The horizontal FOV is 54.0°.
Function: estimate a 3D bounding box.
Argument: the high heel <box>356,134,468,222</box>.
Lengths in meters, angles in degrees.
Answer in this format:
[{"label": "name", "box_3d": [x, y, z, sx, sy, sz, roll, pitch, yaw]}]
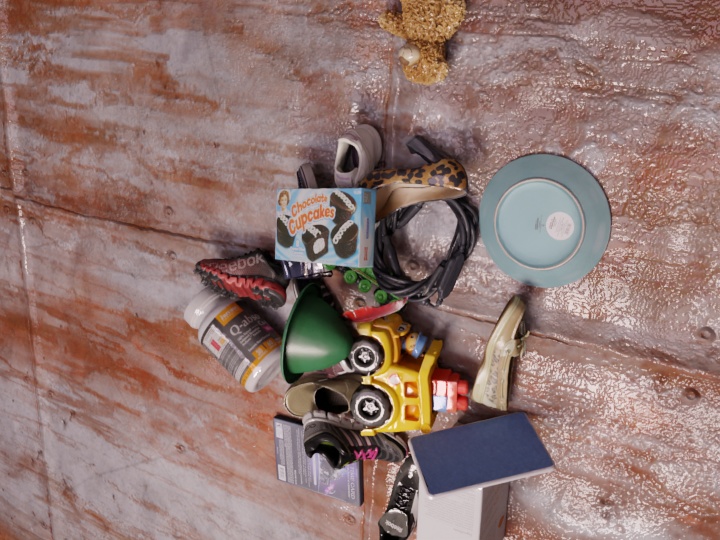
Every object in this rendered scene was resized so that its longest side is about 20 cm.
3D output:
[{"label": "high heel", "box_3d": [0.065, -0.100, 1.064, 0.200, 0.071, 0.143, -48, 50, 6]}]

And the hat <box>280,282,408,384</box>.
[{"label": "hat", "box_3d": [-0.017, 0.116, 1.102, 0.174, 0.200, 0.167, 13, 82, 13]}]

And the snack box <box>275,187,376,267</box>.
[{"label": "snack box", "box_3d": [-0.059, -0.070, 1.104, 0.199, 0.037, 0.117, 5, 95, 45]}]

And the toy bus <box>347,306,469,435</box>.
[{"label": "toy bus", "box_3d": [0.084, 0.167, 1.164, 0.190, 0.136, 0.202, 0, 102, 18]}]

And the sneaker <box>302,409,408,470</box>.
[{"label": "sneaker", "box_3d": [-0.014, 0.317, 1.250, 0.198, 0.088, 0.074, 18, 135, -6]}]

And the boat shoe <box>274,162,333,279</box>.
[{"label": "boat shoe", "box_3d": [-0.107, -0.078, 1.209, 0.092, 0.075, 0.202, -11, 101, -4]}]

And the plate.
[{"label": "plate", "box_3d": [0.263, -0.069, 1.036, 0.199, 0.026, 0.202, 9, 108, 29]}]

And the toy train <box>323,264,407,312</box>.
[{"label": "toy train", "box_3d": [0.000, 0.000, 1.178, 0.199, 0.042, 0.057, 33, 96, -5]}]

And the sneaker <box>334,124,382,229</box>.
[{"label": "sneaker", "box_3d": [-0.014, -0.131, 1.142, 0.074, 0.099, 0.202, 8, 110, 27]}]

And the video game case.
[{"label": "video game case", "box_3d": [-0.084, 0.372, 1.387, 0.198, 0.019, 0.144, 8, 109, 28]}]

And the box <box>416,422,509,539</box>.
[{"label": "box", "box_3d": [0.170, 0.381, 1.154, 0.105, 0.152, 0.202, 11, 110, 27]}]

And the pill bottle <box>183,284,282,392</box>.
[{"label": "pill bottle", "box_3d": [-0.235, 0.125, 1.344, 0.200, 0.116, 0.117, 42, 122, 13]}]

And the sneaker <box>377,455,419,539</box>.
[{"label": "sneaker", "box_3d": [0.075, 0.427, 1.260, 0.066, 0.090, 0.202, 22, 116, 17]}]

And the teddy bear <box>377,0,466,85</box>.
[{"label": "teddy bear", "box_3d": [0.090, -0.374, 1.023, 0.144, 0.067, 0.201, 32, 118, 22]}]

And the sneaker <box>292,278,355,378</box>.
[{"label": "sneaker", "box_3d": [-0.088, 0.110, 1.278, 0.115, 0.075, 0.201, -35, 82, 41]}]

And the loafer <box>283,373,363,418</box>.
[{"label": "loafer", "box_3d": [-0.073, 0.234, 1.307, 0.199, 0.067, 0.077, -19, 94, 34]}]

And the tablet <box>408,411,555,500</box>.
[{"label": "tablet", "box_3d": [0.182, 0.281, 1.080, 0.198, 0.130, 0.014, -11, 121, -6]}]

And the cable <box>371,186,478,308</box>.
[{"label": "cable", "box_3d": [0.098, -0.050, 1.121, 0.162, 0.051, 0.202, 26, 103, 29]}]

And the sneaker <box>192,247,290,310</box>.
[{"label": "sneaker", "box_3d": [-0.213, 0.004, 1.307, 0.199, 0.098, 0.071, 13, 151, 21]}]

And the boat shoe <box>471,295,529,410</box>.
[{"label": "boat shoe", "box_3d": [0.227, 0.130, 1.097, 0.062, 0.073, 0.201, 22, 126, 17]}]
